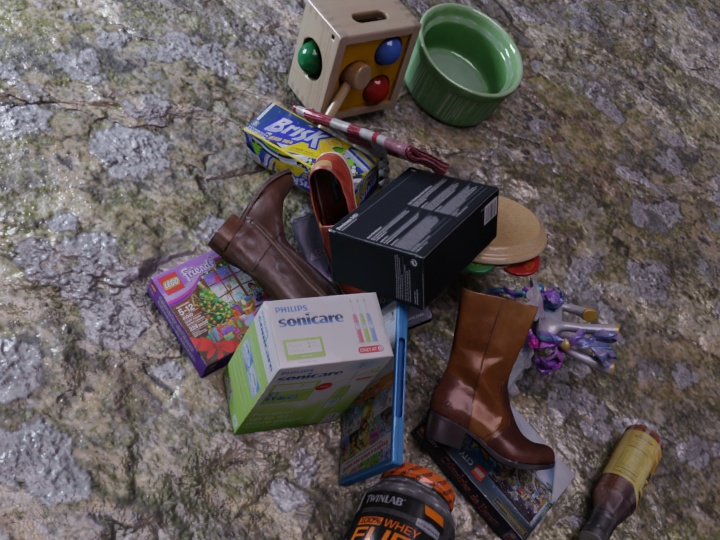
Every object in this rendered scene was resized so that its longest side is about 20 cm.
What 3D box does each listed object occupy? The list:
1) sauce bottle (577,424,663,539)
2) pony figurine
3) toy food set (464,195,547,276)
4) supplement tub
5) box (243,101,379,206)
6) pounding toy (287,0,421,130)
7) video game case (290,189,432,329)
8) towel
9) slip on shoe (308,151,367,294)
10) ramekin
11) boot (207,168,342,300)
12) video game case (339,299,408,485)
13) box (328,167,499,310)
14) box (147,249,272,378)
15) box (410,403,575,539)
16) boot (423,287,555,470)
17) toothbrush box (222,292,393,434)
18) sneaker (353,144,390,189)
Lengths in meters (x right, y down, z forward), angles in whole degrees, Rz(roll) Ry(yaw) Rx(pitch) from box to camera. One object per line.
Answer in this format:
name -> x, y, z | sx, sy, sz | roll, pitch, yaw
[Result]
sauce bottle -> 0.358, 0.302, 1.240 | 0.066, 0.066, 0.200 | 41, 55, 4
pony figurine -> 0.262, 0.087, 1.266 | 0.195, 0.170, 0.193 | 15, 16, 2
toy food set -> 0.172, -0.053, 1.275 | 0.194, 0.050, 0.200 | 20, 33, 21
supplement tub -> 0.037, 0.334, 1.031 | 0.121, 0.123, 0.202 | 29, 52, -5
box -> -0.070, -0.159, 1.276 | 0.198, 0.065, 0.070 | 32, 62, 21
pounding toy -> -0.021, -0.304, 1.376 | 0.197, 0.186, 0.143 | -18, 57, -33
video game case -> 0.000, 0.000, 1.247 | 0.140, 0.019, 0.204 | -19, 74, -10
towel -> 0.015, -0.181, 1.254 | 0.197, 0.023, 0.143 | 25, 6, 29
slip on shoe -> -0.027, -0.054, 1.187 | 0.061, 0.072, 0.205 | -39, 118, -64
ramekin -> 0.170, -0.345, 1.527 | 0.195, 0.098, 0.204 | 12, 56, -18
boot -> -0.080, -0.019, 1.187 | 0.199, 0.064, 0.187 | 40, 52, -1
video game case -> 0.016, 0.150, 1.105 | 0.017, 0.143, 0.205 | 15, 63, -23
box -> 0.071, -0.047, 1.138 | 0.139, 0.080, 0.199 | 19, 38, 29
box -> -0.161, 0.035, 1.175 | 0.198, 0.039, 0.138 | -28, 74, -35
box -> 0.179, 0.247, 1.203 | 0.201, 0.038, 0.136 | 48, 53, 8
boot -> 0.189, 0.142, 1.156 | 0.184, 0.068, 0.204 | 18, 86, 0
toothbrush box -> -0.068, 0.114, 1.069 | 0.142, 0.201, 0.088 | -3, 61, -27
sneaker -> 0.004, -0.121, 1.332 | 0.079, 0.076, 0.204 | 0, 60, -14
